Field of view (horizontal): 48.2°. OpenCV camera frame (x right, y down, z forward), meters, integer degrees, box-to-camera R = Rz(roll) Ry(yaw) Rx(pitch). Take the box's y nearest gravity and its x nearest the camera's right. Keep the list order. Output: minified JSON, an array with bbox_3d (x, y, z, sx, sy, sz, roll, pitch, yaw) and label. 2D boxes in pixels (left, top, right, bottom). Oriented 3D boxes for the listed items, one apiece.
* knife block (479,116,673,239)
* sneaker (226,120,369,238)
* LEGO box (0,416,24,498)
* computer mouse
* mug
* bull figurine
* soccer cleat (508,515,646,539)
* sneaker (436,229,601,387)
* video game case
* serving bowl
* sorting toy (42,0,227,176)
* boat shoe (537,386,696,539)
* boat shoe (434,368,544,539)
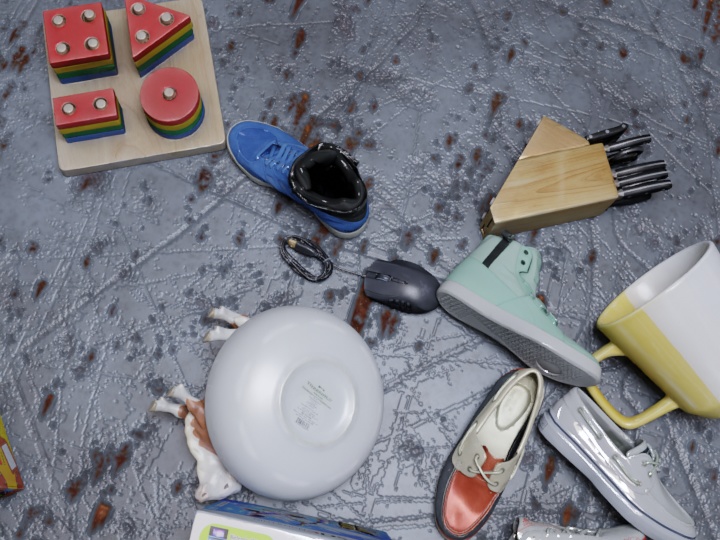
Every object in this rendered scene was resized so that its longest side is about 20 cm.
[{"bbox_3d":[0.259,-0.089,0.946,0.174,0.064,0.201,31,75,6],"label":"knife block"},{"bbox_3d":[-0.072,-0.121,0.912,0.199,0.111,0.077,40,76,8],"label":"sneaker"},{"bbox_3d":[-0.457,0.161,0.826,0.147,0.077,0.202,-23,77,-9],"label":"LEGO box"},{"bbox_3d":[0.000,0.000,0.922,0.197,0.034,0.059,17,75,2],"label":"computer mouse"},{"bbox_3d":[0.353,0.082,0.885,0.154,0.186,0.149,51,45,2],"label":"mug"},{"bbox_3d":[-0.143,0.137,0.851,0.121,0.065,0.202,37,67,-20],"label":"bull figurine"},{"bbox_3d":[0.200,0.289,0.835,0.197,0.069,0.086,-20,80,-4],"label":"soccer cleat"},{"bbox_3d":[0.196,0.035,0.891,0.199,0.074,0.119,34,67,15],"label":"sneaker"},{"bbox_3d":[-0.058,0.258,0.757,0.178,0.200,0.046,13,77,0],"label":"video game case"},{"bbox_3d":[-0.056,0.134,0.824,0.197,0.066,0.204,4,82,-26],"label":"serving bowl"},{"bbox_3d":[-0.273,-0.233,0.954,0.196,0.070,0.203,-11,75,-6],"label":"sorting toy"},{"bbox_3d":[0.281,0.207,0.849,0.199,0.073,0.067,40,110,8],"label":"boat shoe"},{"bbox_3d":[0.139,0.194,0.860,0.071,0.063,0.201,30,76,4],"label":"boat shoe"}]
